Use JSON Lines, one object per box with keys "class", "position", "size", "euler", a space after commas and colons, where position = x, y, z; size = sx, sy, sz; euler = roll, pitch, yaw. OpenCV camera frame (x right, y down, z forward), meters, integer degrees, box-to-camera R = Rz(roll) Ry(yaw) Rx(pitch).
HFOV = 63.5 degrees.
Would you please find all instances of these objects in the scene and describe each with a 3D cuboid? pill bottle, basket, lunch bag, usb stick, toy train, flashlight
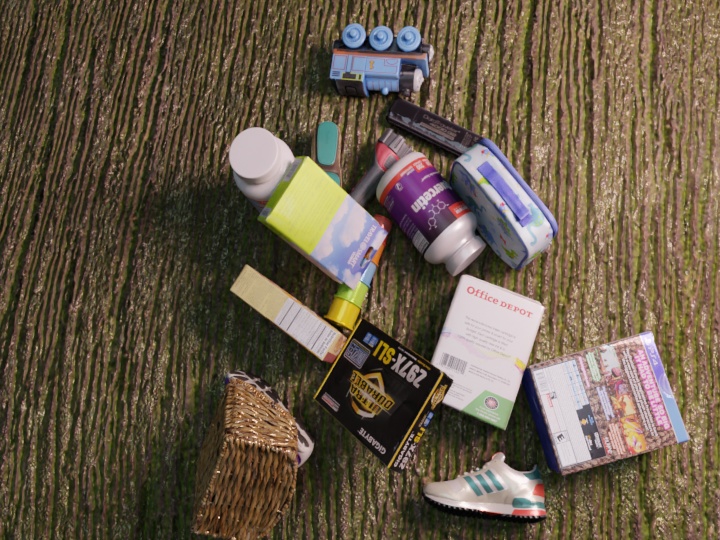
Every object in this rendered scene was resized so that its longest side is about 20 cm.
{"class": "pill bottle", "position": [-0.154, -0.160, 0.995], "size": [0.104, 0.200, 0.113], "euler": [-2, 77, 7]}
{"class": "basket", "position": [-0.176, 0.302, 0.929], "size": [0.139, 0.150, 0.205], "euler": [17, 111, -19]}
{"class": "lunch bag", "position": [0.232, -0.106, 0.955], "size": [0.082, 0.161, 0.202], "euler": [-36, 75, -2]}
{"class": "pill bottle", "position": [0.122, -0.094, 0.991], "size": [0.112, 0.113, 0.202], "euler": [-39, 76, -2]}
{"class": "usb stick", "position": [0.138, -0.257, 1.066], "size": [0.196, 0.033, 0.056], "euler": [29, 75, 12]}
{"class": "toy train", "position": [0.037, -0.384, 1.081], "size": [0.193, 0.087, 0.119], "euler": [8, 85, 11]}
{"class": "flashlight", "position": [0.010, -0.157, 1.048], "size": [0.068, 0.068, 0.202], "euler": [39, 91, 22]}

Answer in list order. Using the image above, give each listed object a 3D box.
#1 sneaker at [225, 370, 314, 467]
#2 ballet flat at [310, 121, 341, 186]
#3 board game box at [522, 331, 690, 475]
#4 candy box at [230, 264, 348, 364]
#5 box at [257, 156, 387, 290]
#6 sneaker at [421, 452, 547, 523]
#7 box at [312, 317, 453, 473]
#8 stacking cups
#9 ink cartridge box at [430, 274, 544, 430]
{"class": "sneaker", "position": [-0.167, 0.252, 0.976], "size": [0.084, 0.080, 0.200], "euler": [-47, 74, 7]}
{"class": "ballet flat", "position": [-0.065, -0.169, 1.049], "size": [0.068, 0.066, 0.207], "euler": [9, 68, -3]}
{"class": "board game box", "position": [0.369, 0.205, 0.903], "size": [0.193, 0.097, 0.165], "euler": [-16, 76, 4]}
{"class": "candy box", "position": [-0.116, 0.078, 0.983], "size": [0.197, 0.116, 0.056], "euler": [34, 84, 13]}
{"class": "box", "position": [-0.057, -0.074, 0.953], "size": [0.199, 0.047, 0.124], "euler": [39, 79, -30]}
{"class": "sneaker", "position": [0.195, 0.338, 0.922], "size": [0.192, 0.071, 0.096], "euler": [3, 61, 10]}
{"class": "box", "position": [0.031, 0.191, 0.925], "size": [0.198, 0.049, 0.162], "euler": [29, 84, 45]}
{"class": "stacking cups", "position": [0.000, 0.000, 1.013], "size": [0.059, 0.061, 0.206], "euler": [21, 82, 11]}
{"class": "ink cartridge box", "position": [0.196, 0.132, 0.948], "size": [0.141, 0.084, 0.206], "euler": [20, 82, 11]}
